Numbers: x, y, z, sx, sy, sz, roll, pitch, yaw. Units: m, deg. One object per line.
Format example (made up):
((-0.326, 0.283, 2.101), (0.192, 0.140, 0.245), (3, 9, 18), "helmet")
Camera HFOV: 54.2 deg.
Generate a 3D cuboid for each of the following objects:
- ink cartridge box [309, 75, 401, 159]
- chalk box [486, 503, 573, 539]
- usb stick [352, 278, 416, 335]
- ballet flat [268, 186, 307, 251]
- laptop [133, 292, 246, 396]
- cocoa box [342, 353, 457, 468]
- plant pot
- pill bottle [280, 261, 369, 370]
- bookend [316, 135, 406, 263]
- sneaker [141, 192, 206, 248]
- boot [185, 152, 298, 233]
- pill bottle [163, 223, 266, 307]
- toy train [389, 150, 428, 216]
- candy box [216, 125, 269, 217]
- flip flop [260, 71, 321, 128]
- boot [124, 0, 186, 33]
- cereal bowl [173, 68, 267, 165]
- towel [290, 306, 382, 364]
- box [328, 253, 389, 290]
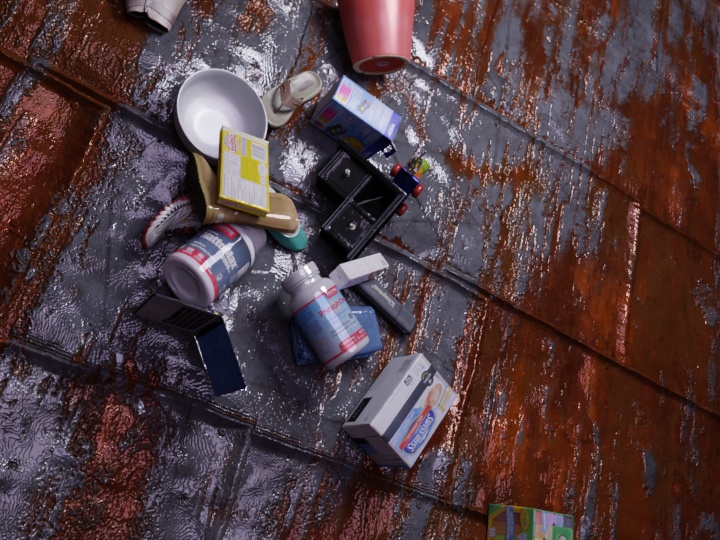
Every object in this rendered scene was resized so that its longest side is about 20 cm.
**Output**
((0.001, -0.336, 1.613), (0.198, 0.136, 0.077), (30, 66, -19), "ink cartridge box")
((0.384, 0.591, 1.548), (0.122, 0.199, 0.127), (18, 69, -24), "chalk box")
((0.049, 0.068, 1.595), (0.200, 0.032, 0.056), (43, 55, -12), "usb stick")
((-0.180, -0.122, 1.494), (0.200, 0.070, 0.068), (47, 60, -11), "ballet flat")
((-0.314, 0.140, 1.281), (0.197, 0.187, 0.118), (20, 67, -23), "laptop")
((0.085, 0.299, 1.495), (0.131, 0.133, 0.201), (47, 60, -11), "cocoa box")
((0.044, -0.577, 1.681), (0.197, 0.199, 0.182), (-4, 88, -30), "plant pot")
((-0.076, 0.089, 1.422), (0.108, 0.109, 0.202), (-32, 89, -31), "pill bottle")
((-0.037, -0.147, 1.550), (0.199, 0.092, 0.199), (41, 76, 4), "bookend")
((-0.345, -0.101, 1.392), (0.199, 0.078, 0.083), (-39, 98, -31), "sneaker")
((-0.236, -0.148, 1.393), (0.197, 0.066, 0.178), (2, 54, -36), "boot")
((-0.278, -0.029, 1.380), (0.120, 0.119, 0.200), (50, 47, -9), "pill bottle")
((0.125, -0.225, 1.613), (0.084, 0.200, 0.116), (42, 44, 2), "toy train")
((-0.228, -0.195, 1.372), (0.100, 0.027, 0.203), (15, 46, -24), "candy box")
((-0.154, -0.395, 1.587), (0.200, 0.057, 0.082), (-42, 99, -31), "flip flop")
((-0.402, -0.577, 1.498), (0.196, 0.070, 0.150), (12, 78, -25), "boot")
((-0.298, -0.309, 1.469), (0.196, 0.083, 0.205), (8, 74, -27), "cereal bowl")
((-0.053, 0.136, 1.510), (0.196, 0.048, 0.114), (-3, 74, -28), "towel")
((0.000, 0.000, 1.519), (0.042, 0.039, 0.199), (52, 26, 9), "box")
